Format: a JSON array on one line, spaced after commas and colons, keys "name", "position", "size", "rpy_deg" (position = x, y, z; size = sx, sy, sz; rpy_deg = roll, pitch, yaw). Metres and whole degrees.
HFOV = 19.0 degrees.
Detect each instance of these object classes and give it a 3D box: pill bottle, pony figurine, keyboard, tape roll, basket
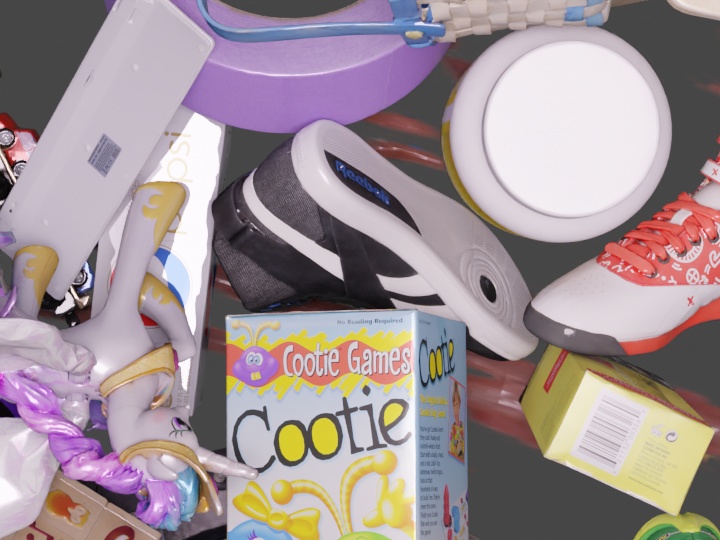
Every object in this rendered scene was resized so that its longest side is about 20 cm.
[{"name": "pill bottle", "position": [0.101, -0.071, 1.121], "size": [0.112, 0.200, 0.113], "rpy_deg": [0, 93, 0]}, {"name": "pony figurine", "position": [-0.158, 0.047, 1.061], "size": [0.193, 0.200, 0.167], "rpy_deg": [-2, 136, -14]}, {"name": "keyboard", "position": [-0.139, -0.066, 1.127], "size": [0.056, 0.011, 0.200], "rpy_deg": [38, 127, 3]}, {"name": "tape roll", "position": [-0.039, -0.176, 1.145], "size": [0.200, 0.066, 0.200], "rpy_deg": [1, 65, -3]}, {"name": "basket", "position": [0.026, -0.194, 1.019], "size": [0.200, 0.139, 0.177], "rpy_deg": [0, 79, 11]}]

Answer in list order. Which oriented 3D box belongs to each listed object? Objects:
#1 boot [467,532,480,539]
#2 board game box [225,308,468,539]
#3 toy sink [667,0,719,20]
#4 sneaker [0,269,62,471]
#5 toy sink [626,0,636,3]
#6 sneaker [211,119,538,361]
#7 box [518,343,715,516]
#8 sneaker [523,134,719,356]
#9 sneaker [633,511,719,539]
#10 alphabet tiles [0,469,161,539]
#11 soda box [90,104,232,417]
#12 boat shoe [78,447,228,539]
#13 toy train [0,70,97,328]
[{"name": "boot", "position": [0.047, 0.153, 1.208], "size": [0.131, 0.068, 0.200], "rpy_deg": [9, 93, -12]}, {"name": "board game box", "position": [-0.005, 0.124, 1.104], "size": [0.103, 0.105, 0.200], "rpy_deg": [-2, 84, 17]}, {"name": "toy sink", "position": [0.233, -0.219, 1.039], "size": [0.130, 0.112, 0.200], "rpy_deg": [10, 90, -4]}, {"name": "sneaker", "position": [-0.233, 0.041, 1.166], "size": [0.070, 0.100, 0.200], "rpy_deg": [-32, 93, 31]}, {"name": "toy sink", "position": [0.161, -0.215, 1.153], "size": [0.200, 0.112, 0.131], "rpy_deg": [-13, 92, -4]}, {"name": "sneaker", "position": [0.000, 0.000, 1.183], "size": [0.112, 0.073, 0.200], "rpy_deg": [-29, 129, 30]}, {"name": "box", "position": [0.130, 0.076, 1.126], "size": [0.075, 0.200, 0.050], "rpy_deg": [25, 95, 0]}, {"name": "sneaker", "position": [0.174, -0.023, 1.140], "size": [0.201, 0.067, 0.108], "rpy_deg": [-9, 120, -33]}, {"name": "sneaker", "position": [0.175, 0.236, 1.191], "size": [0.074, 0.084, 0.200], "rpy_deg": [-3, 93, 0]}, {"name": "alphabet tiles", "position": [-0.188, 0.178, 1.170], "size": [0.167, 0.008, 0.200], "rpy_deg": [32, 127, -1]}, {"name": "soda box", "position": [-0.110, -0.023, 1.188], "size": [0.064, 0.068, 0.200], "rpy_deg": [6, 92, 0]}, {"name": "boat shoe", "position": [-0.117, 0.139, 1.197], "size": [0.200, 0.063, 0.073], "rpy_deg": [-15, 91, 0]}, {"name": "toy train", "position": [-0.196, -0.061, 1.206], "size": [0.046, 0.034, 0.200], "rpy_deg": [-27, 92, -10]}]
